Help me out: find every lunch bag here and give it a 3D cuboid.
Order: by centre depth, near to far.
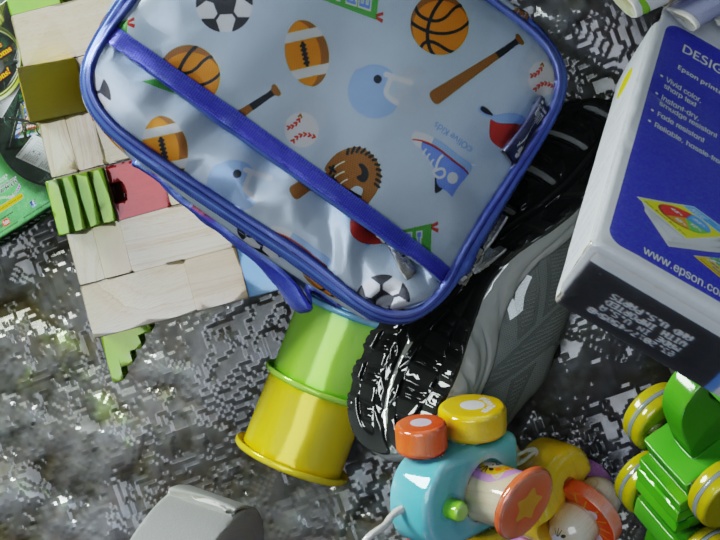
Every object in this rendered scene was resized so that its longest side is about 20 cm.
[{"bbox_3d":[-0.015,-0.073,0.728,0.199,0.076,0.161,35,83,-9],"label":"lunch bag"}]

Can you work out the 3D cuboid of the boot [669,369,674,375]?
[{"bbox_3d":[0.172,0.051,0.752,0.073,0.096,0.201,-31,87,13],"label":"boot"}]

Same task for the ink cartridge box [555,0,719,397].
[{"bbox_3d":[0.190,-0.015,0.700,0.196,0.201,0.047,29,133,-4],"label":"ink cartridge box"}]

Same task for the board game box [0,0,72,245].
[{"bbox_3d":[-0.175,-0.080,0.856,0.199,0.023,0.105,-30,90,12],"label":"board game box"}]

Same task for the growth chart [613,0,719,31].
[{"bbox_3d":[0.127,-0.168,0.745,0.200,0.018,0.145,40,57,8],"label":"growth chart"}]

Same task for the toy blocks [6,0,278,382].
[{"bbox_3d":[-0.077,-0.060,0.790,0.135,0.100,0.202,-14,95,-2],"label":"toy blocks"}]

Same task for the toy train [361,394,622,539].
[{"bbox_3d":[0.069,0.143,0.749,0.055,0.200,0.151,12,72,42],"label":"toy train"}]

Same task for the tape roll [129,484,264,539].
[{"bbox_3d":[-0.096,0.199,0.768,0.037,0.203,0.205,16,97,11],"label":"tape roll"}]

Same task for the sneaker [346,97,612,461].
[{"bbox_3d":[0.071,0.007,0.791,0.074,0.079,0.201,30,86,46],"label":"sneaker"}]

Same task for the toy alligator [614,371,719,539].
[{"bbox_3d":[0.148,0.109,0.733,0.054,0.201,0.059,-20,45,-20],"label":"toy alligator"}]

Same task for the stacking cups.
[{"bbox_3d":[0.000,0.000,0.812,0.060,0.060,0.202,21,93,10],"label":"stacking cups"}]
